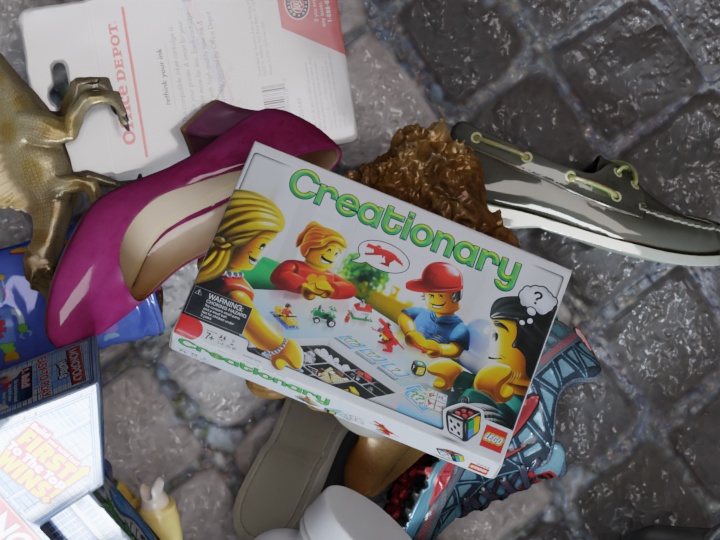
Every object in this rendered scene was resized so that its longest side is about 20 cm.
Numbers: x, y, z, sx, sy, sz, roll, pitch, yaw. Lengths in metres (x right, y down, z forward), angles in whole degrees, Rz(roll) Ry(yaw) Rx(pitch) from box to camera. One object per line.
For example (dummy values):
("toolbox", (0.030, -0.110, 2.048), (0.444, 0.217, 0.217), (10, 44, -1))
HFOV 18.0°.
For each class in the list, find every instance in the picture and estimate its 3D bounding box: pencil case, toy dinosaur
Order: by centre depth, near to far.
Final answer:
("toy dinosaur", (-0.190, -0.083, 1.353), (0.101, 0.058, 0.201), (-19, 89, -10))
("pencil case", (-0.222, 0.021, 1.407), (0.199, 0.078, 0.087), (-14, 110, -12))

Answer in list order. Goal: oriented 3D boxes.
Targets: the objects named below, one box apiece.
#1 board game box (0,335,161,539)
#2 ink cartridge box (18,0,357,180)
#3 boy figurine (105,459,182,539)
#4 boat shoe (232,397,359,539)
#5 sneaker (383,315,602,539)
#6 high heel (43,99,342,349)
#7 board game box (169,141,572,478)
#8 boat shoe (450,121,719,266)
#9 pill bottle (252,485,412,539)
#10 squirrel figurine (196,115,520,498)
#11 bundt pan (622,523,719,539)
("board game box", (-0.202, 0.139, 1.309), (0.199, 0.062, 0.200), (-33, 116, 9))
("ink cartridge box", (-0.111, -0.122, 1.433), (0.199, 0.067, 0.117), (-9, 92, -12))
("boy figurine", (-0.151, 0.152, 1.411), (0.200, 0.124, 0.065), (48, 52, -20))
("boat shoe", (-0.010, 0.100, 1.473), (0.200, 0.072, 0.063), (-57, 144, -12))
("sneaker", (0.088, 0.119, 1.468), (0.095, 0.079, 0.201), (32, 85, -7))
("high heel", (-0.099, -0.024, 1.327), (0.200, 0.096, 0.068), (-55, 143, -24))
("board game box", (0.007, 0.022, 1.289), (0.199, 0.035, 0.127), (22, 69, 0))
("boat shoe", (0.148, -0.047, 1.484), (0.201, 0.072, 0.061), (13, 93, -7))
("pill bottle", (-0.053, 0.231, 1.386), (0.109, 0.109, 0.200), (38, 105, -9))
("squirrel figurine", (0.000, 0.000, 1.404), (0.200, 0.142, 0.187), (-40, 58, -2))
("bundt pan", (0.186, 0.253, 1.454), (0.075, 0.202, 0.203), (11, 88, 31))
